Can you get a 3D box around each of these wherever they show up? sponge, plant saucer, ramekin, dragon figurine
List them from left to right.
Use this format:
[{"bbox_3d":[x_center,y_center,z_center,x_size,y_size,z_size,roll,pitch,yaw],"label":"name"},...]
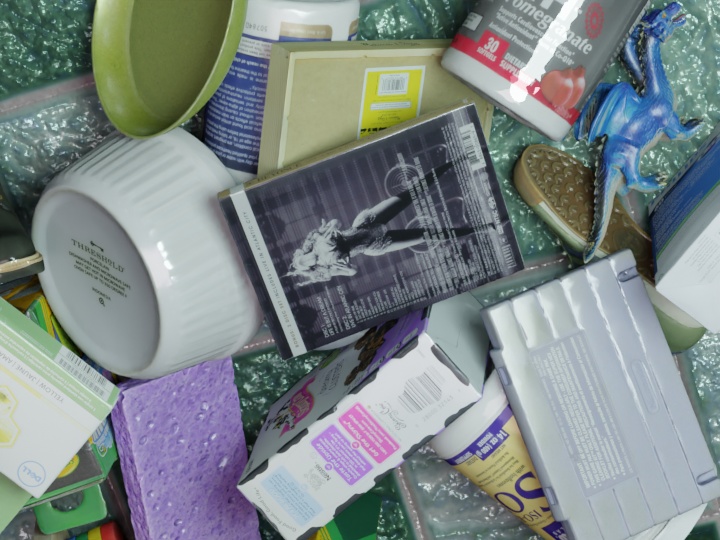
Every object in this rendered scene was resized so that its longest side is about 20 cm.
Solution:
[{"bbox_3d":[-0.171,-0.008,1.479,0.202,0.094,0.204,27,131,36],"label":"ramekin"},{"bbox_3d":[-0.139,-0.196,1.436,0.031,0.200,0.201,9,115,-37],"label":"plant saucer"},{"bbox_3d":[-0.143,0.174,1.588,0.030,0.111,0.202,12,116,49],"label":"sponge"},{"bbox_3d":[0.194,-0.109,1.450,0.099,0.059,0.201,38,85,-16],"label":"dragon figurine"}]

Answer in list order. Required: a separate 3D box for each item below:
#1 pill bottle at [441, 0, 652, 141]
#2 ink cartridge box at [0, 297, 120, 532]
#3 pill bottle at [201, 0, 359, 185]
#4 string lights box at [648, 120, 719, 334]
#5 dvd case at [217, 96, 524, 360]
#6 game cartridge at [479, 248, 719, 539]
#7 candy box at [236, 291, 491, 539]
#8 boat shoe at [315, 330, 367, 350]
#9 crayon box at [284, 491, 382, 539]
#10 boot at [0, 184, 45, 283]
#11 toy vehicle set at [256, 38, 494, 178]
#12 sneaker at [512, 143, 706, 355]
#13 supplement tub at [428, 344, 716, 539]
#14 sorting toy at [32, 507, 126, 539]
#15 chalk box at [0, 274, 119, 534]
[{"bbox_3d":[0.156,-0.206,1.408,0.110,0.111,0.201,32,94,-5],"label":"pill bottle"},{"bbox_3d":[-0.303,0.127,1.488,0.145,0.048,0.200,38,105,-9],"label":"ink cartridge box"},{"bbox_3d":[-0.066,-0.120,1.472,0.110,0.111,0.202,9,109,3],"label":"pill bottle"},{"bbox_3d":[0.268,-0.041,1.412,0.059,0.200,0.103,36,110,-6],"label":"string lights box"},{"bbox_3d":[0.010,-0.029,1.413,0.199,0.016,0.149,-21,120,-1],"label":"dvd case"},{"bbox_3d":[0.179,0.100,1.428,0.129,0.038,0.201,-21,92,-7],"label":"game cartridge"},{"bbox_3d":[0.007,0.104,1.509,0.200,0.168,0.072,-41,100,17],"label":"candy box"},{"bbox_3d":[0.001,0.002,1.498,0.199,0.068,0.074,-27,64,36],"label":"boat shoe"},{"bbox_3d":[-0.061,0.288,1.577,0.058,0.173,0.201,31,109,-5],"label":"crayon box"},{"bbox_3d":[-0.306,-0.068,1.480,0.077,0.200,0.139,-13,107,-26],"label":"boot"},{"bbox_3d":[0.015,-0.111,1.445,0.199,0.026,0.125,-6,113,-35],"label":"toy vehicle set"},{"bbox_3d":[0.187,-0.004,1.504,0.200,0.067,0.090,41,138,9],"label":"sneaker"},{"bbox_3d":[0.168,0.140,1.514,0.200,0.146,0.146,38,109,-6],"label":"supplement tub"},{"bbox_3d":[-0.204,0.310,1.594,0.069,0.200,0.200,-23,105,-1],"label":"sorting toy"},{"bbox_3d":[-0.271,0.119,1.572,0.124,0.124,0.201,-18,107,11],"label":"chalk box"}]
